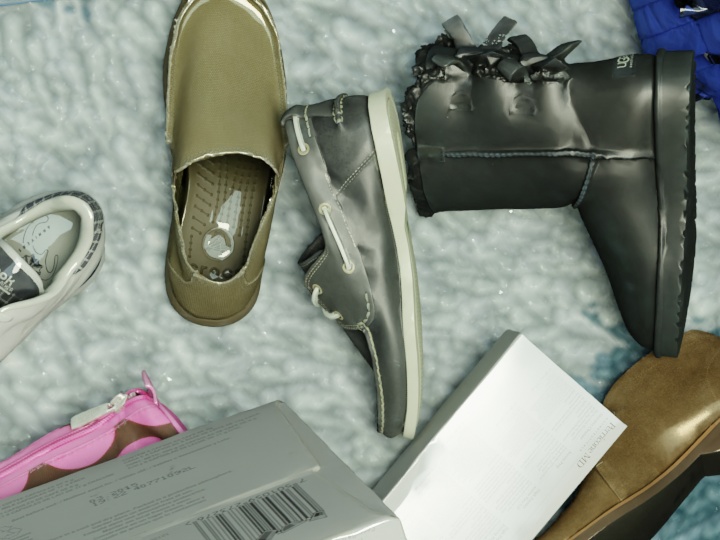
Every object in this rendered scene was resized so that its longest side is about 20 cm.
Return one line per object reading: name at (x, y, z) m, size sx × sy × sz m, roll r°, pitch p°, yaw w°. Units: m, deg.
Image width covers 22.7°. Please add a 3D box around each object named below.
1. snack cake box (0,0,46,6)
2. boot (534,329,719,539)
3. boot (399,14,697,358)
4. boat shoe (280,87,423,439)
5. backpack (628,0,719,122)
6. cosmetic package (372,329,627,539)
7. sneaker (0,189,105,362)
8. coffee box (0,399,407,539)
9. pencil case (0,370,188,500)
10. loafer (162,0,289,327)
snack cake box at (-0.139, -0.219, 1.007) m, size 0.199 × 0.067 × 0.116 m, roll -10°, pitch 87°, yaw -14°
boot at (0.156, 0.115, 1.053) m, size 0.200 × 0.074 × 0.075 m, roll -39°, pitch 66°, yaw -12°
boot at (0.110, -0.046, 1.028) m, size 0.162 × 0.073 × 0.199 m, roll 3°, pitch 118°, yaw 15°
boat shoe at (0.000, 0.000, 1.010) m, size 0.067 × 0.072 × 0.201 m, roll -8°, pitch 105°, yaw 3°
backpack at (0.241, -0.158, 1.024) m, size 0.162 × 0.200 × 0.169 m, roll -10°, pitch 96°, yaw -18°
cosmetic package at (0.052, 0.136, 1.009) m, size 0.082 × 0.051 × 0.200 m, roll 41°, pitch 86°, yaw -4°
sneaker at (-0.218, 0.028, 0.956) m, size 0.076 × 0.080 × 0.200 m, roll 45°, pitch 78°, yaw -7°
coffee box at (-0.076, 0.206, 0.849) m, size 0.199 × 0.200 × 0.199 m, roll -19°, pitch 106°, yaw -14°
pencil case at (-0.177, 0.138, 0.952) m, size 0.200 × 0.091 × 0.094 m, roll -30°, pitch 123°, yaw -15°
loafer at (-0.073, -0.070, 1.006) m, size 0.076 × 0.067 × 0.201 m, roll 0°, pitch 84°, yaw -13°
